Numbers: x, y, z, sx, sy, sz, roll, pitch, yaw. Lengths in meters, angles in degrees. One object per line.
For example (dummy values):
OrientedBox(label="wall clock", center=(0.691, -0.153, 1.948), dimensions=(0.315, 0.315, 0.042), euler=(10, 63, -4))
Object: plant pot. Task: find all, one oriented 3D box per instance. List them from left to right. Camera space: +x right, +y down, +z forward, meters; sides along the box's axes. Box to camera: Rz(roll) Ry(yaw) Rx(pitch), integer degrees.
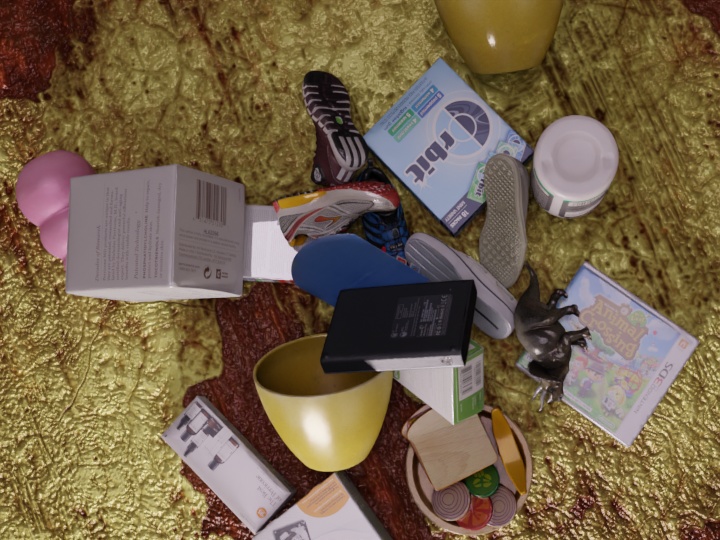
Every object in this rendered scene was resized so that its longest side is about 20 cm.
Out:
OrientedBox(label="plant pot", center=(-0.042, 0.193, 1.514), dimensions=(0.196, 0.201, 0.144), euler=(-6, 110, 6))
OrientedBox(label="plant pot", center=(0.202, -0.362, 1.544), dimensions=(0.196, 0.200, 0.145), euler=(-6, 108, 6))

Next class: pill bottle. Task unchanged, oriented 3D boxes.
OrientedBox(label="pill bottle", center=(0.291, -0.135, 1.492), dimensions=(0.111, 0.200, 0.115), euler=(-1, 83, 6))

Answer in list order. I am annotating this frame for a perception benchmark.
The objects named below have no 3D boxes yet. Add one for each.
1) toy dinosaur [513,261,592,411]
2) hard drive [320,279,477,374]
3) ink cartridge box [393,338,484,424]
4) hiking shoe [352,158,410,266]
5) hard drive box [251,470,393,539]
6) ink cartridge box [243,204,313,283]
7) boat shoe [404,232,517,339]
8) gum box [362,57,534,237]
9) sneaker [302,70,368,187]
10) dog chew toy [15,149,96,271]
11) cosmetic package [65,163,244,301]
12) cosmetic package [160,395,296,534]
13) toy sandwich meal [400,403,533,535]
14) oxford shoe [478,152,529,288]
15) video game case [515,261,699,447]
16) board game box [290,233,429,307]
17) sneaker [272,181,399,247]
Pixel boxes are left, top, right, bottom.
OrientedBox(label="toy dinosaur", center=(0.259, 0.083, 1.511), dimensions=(0.101, 0.077, 0.203), euler=(-21, 83, -3))
OrientedBox(label="hard drive", center=(0.052, 0.075, 1.460), dimensions=(0.196, 0.033, 0.141), euler=(-5, 42, 19))
OrientedBox(label="ink cartridge box", center=(0.089, 0.116, 1.513), dimensions=(0.059, 0.105, 0.199), euler=(-23, 36, -28))
OrientedBox(label="hiking shoe", center=(0.036, -0.055, 1.566), dimensions=(0.073, 0.087, 0.203), euler=(-23, 82, -6))
OrientedBox(label="hard drive box", center=(-0.032, 0.410, 1.529), dimensions=(0.155, 0.077, 0.201), euler=(-38, 81, 2))
OrientedBox(label="ink cartridge box", center=(-0.122, -0.038, 1.606), dimensions=(0.196, 0.050, 0.111), euler=(3, 83, 6))
OrientedBox(label="boat shoe", center=(0.146, 0.014, 1.551), dimensions=(0.200, 0.067, 0.073), euler=(46, 132, -8))
OrientedBox(label="gum box", center=(0.128, -0.181, 1.596), dimensions=(0.170, 0.045, 0.200), euler=(-45, 80, 0))
OrientedBox(label="sneaker", center=(-0.056, -0.196, 1.609), dimensions=(0.074, 0.116, 0.202), euler=(3, 49, -26))
OrientedBox(label="dog chew toy", center=(-0.431, -0.074, 1.615), dimensions=(0.123, 0.125, 0.203), euler=(-25, 88, 3))
OrientedBox(label="cosmetic package", center=(-0.289, -0.047, 1.538), dimensions=(0.197, 0.167, 0.170), euler=(-3, 83, 30))
OrientedBox(label="cosmetic package", center=(-0.193, 0.282, 1.576), dimensions=(0.200, 0.051, 0.083), euler=(43, 90, 10))
OrientedBox(label="toy sandwich meal", center=(0.151, 0.273, 1.526), dimensions=(0.201, 0.070, 0.209), euler=(-1, 83, 7))
OrientedBox(label="oxford shoe", center=(0.210, -0.072, 1.546), dimensions=(0.074, 0.058, 0.204), euler=(9, 112, 28))
OrientedBox(label="video game case", center=(0.352, 0.119, 1.545), dimensions=(0.199, 0.022, 0.183), euler=(35, 88, 9))
OrientedBox(label="board game box", center=(0.000, 0.000, 1.529), dimensions=(0.198, 0.157, 0.039), euler=(30, 49, -24))
OrientedBox(label="sneaker", center=(-0.029, -0.079, 1.525), dimensions=(0.197, 0.077, 0.084), euler=(-9, 95, 34))
